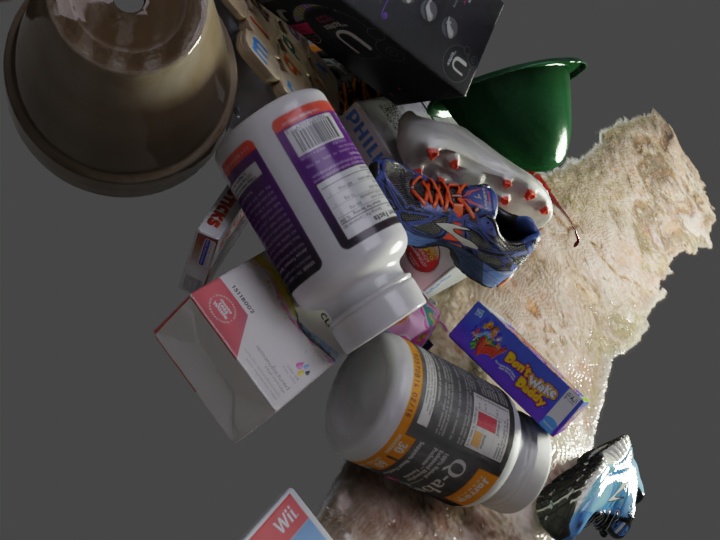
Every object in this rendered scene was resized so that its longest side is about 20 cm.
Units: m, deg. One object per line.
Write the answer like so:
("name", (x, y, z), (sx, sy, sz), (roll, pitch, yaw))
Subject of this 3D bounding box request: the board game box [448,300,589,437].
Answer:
("board game box", (0.167, 0.102, 0.967), (0.134, 0.045, 0.200), (45, 5, 16))

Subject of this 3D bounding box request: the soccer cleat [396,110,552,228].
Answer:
("soccer cleat", (0.119, -0.102, 0.963), (0.197, 0.069, 0.079), (24, 38, -31))

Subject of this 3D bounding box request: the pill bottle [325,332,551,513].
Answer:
("pill bottle", (0.074, 0.145, 0.869), (0.198, 0.116, 0.118), (28, 41, -27))

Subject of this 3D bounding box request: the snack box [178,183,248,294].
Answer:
("snack box", (-0.112, -0.063, 0.882), (0.024, 0.073, 0.201), (24, 39, -1))

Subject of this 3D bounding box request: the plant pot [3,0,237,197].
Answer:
("plant pot", (-0.184, -0.178, 0.751), (0.195, 0.173, 0.205), (3, 78, -16))

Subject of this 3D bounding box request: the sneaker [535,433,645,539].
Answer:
("sneaker", (0.260, 0.246, 1.019), (0.198, 0.078, 0.091), (-17, 75, -52))

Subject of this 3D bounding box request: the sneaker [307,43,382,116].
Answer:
("sneaker", (-0.010, -0.205, 1.044), (0.079, 0.196, 0.078), (61, 32, -46))

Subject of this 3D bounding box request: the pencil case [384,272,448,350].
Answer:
("pencil case", (0.000, 0.000, 0.936), (0.201, 0.087, 0.087), (54, 36, 9))

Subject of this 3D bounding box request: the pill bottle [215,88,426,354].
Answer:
("pill bottle", (-0.029, -0.038, 0.801), (0.111, 0.111, 0.202), (-25, 82, -53))

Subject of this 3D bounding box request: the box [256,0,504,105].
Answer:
("box", (0.017, -0.254, 0.899), (0.198, 0.121, 0.108), (30, 79, -30))

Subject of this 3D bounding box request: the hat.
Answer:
("hat", (0.179, -0.107, 0.984), (0.196, 0.165, 0.180), (-12, 87, -28))

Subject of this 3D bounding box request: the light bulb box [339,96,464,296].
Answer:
("light bulb box", (0.063, -0.080, 1.043), (0.199, 0.124, 0.200), (-22, 76, -52))

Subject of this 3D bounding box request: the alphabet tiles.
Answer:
("alphabet tiles", (-0.082, -0.225, 0.920), (0.196, 0.014, 0.202), (47, 23, -33))

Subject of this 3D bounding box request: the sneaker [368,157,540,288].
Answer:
("sneaker", (0.088, -0.057, 0.882), (0.198, 0.078, 0.077), (24, 47, -32))

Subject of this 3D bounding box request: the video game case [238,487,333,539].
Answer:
("video game case", (-0.031, 0.284, 0.721), (0.201, 0.017, 0.143), (51, 36, 0))

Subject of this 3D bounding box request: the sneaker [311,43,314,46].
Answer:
("sneaker", (0.020, -0.255, 1.100), (0.114, 0.199, 0.076), (47, 67, -12))

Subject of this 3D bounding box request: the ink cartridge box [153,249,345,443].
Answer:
("ink cartridge box", (-0.071, 0.046, 0.838), (0.117, 0.067, 0.199), (52, 35, 1))

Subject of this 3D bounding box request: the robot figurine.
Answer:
("robot figurine", (-0.143, -0.214, 0.945), (0.203, 0.111, 0.169), (67, 12, 23))
